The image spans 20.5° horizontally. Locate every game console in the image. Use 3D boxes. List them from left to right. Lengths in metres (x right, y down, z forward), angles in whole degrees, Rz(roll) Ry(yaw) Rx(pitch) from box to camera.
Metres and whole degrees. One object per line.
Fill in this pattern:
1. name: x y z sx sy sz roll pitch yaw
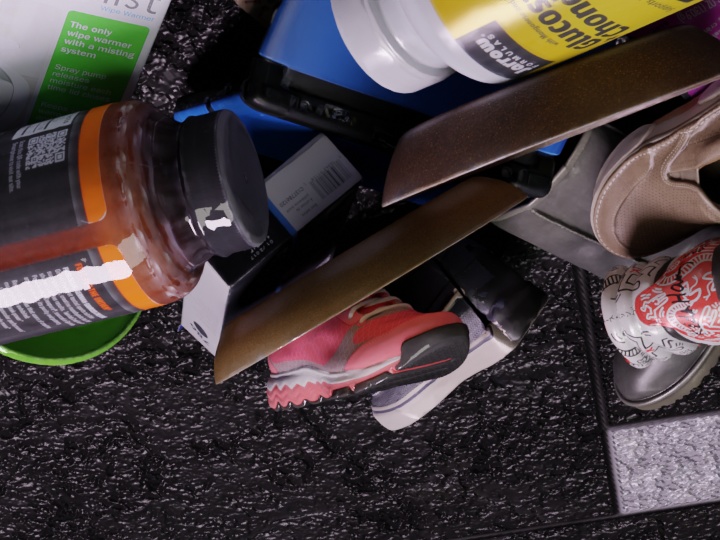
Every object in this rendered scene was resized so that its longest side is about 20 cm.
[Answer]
1. game console: 0.021 -0.119 1.126 0.199 0.119 0.170 17 169 -27

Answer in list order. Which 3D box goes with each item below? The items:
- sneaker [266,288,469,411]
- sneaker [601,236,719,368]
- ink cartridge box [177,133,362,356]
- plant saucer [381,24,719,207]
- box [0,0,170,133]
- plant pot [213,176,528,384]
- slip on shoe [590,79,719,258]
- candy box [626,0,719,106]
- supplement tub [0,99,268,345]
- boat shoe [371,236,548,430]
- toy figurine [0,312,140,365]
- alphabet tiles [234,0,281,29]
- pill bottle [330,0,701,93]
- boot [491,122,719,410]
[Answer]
1. sneaker: -0.009 0.034 1.225 0.073 0.088 0.200 -10 177 -32
2. sneaker: 0.211 0.013 1.177 0.107 0.068 0.201 -16 175 28
3. ink cartridge box: -0.056 -0.006 1.154 0.099 0.039 0.200 -41 174 -14
4. plant saucer: 0.098 -0.082 1.015 0.199 0.035 0.200 -22 -179 0
5. box: -0.209 -0.144 1.020 0.198 0.097 0.177 12 141 -18
6. plant pot: 0.000 0.000 1.091 0.199 0.200 0.028 -31 91 29
7. slip on shoe: 0.195 -0.052 1.105 0.076 0.061 0.200 22 142 -25
8. candy box: 0.248 -0.128 1.108 0.136 0.061 0.200 -27 137 27
9. supplement tub: -0.150 -0.024 1.014 0.198 0.108 0.107 -13 141 14
10. boat shoe: 0.038 0.032 1.295 0.093 0.075 0.200 42 144 -4
11. toy figurine: -0.212 0.011 1.217 0.199 0.151 0.184 -8 164 -37
12. alphabet tiles: -0.002 -0.199 1.041 0.199 0.006 0.166 -28 135 27
13. pill bottle: 0.084 -0.154 0.931 0.199 0.113 0.112 -21 140 38
14. boot: 0.157 -0.003 1.248 0.199 0.073 0.182 17 123 -34
